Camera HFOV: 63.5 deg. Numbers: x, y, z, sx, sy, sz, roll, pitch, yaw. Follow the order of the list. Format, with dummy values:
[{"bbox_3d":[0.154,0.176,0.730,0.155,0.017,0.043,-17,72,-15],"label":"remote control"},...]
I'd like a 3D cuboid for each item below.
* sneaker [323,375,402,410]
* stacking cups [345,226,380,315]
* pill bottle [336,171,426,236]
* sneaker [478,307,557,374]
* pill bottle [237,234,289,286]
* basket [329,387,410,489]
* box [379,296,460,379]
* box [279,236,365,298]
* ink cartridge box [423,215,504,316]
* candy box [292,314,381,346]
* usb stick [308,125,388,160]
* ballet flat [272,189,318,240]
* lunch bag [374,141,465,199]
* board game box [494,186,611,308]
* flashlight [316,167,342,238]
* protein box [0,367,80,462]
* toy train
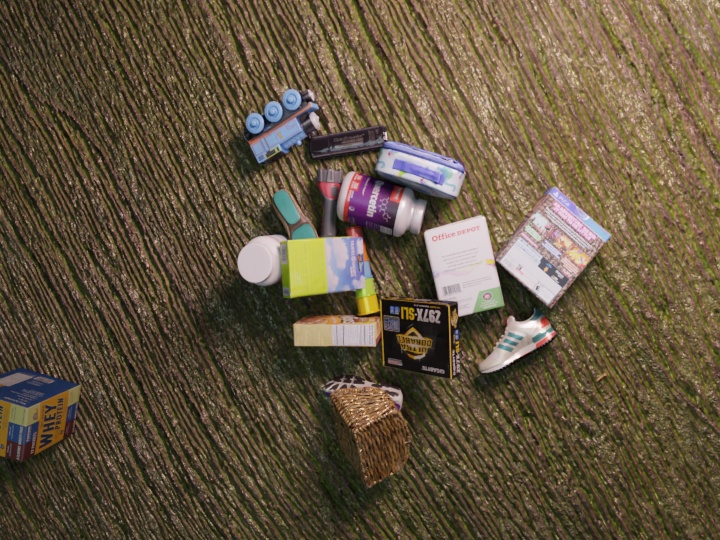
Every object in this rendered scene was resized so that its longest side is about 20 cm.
[{"bbox_3d":[0.003,0.312,1.396,0.193,0.081,0.087,11,108,11],"label":"sneaker"},{"bbox_3d":[0.000,0.000,1.375,0.058,0.060,0.208,-11,93,10],"label":"stacking cups"},{"bbox_3d":[0.049,-0.147,1.328,0.193,0.112,0.116,16,97,8],"label":"pill bottle"},{"bbox_3d":[0.345,0.161,1.334,0.196,0.070,0.095,-32,71,13],"label":"sneaker"},{"bbox_3d":[-0.210,-0.024,1.339,0.105,0.200,0.113,1,95,10],"label":"pill bottle"},{"bbox_3d":[0.025,0.367,1.360,0.139,0.149,0.206,-23,123,-18],"label":"basket"},{"bbox_3d":[0.133,0.148,1.321,0.196,0.048,0.166,4,98,43],"label":"box"},{"bbox_3d":[-0.083,-0.010,1.306,0.194,0.047,0.127,-5,93,-34],"label":"box"},{"bbox_3d":[0.234,-0.008,1.321,0.140,0.084,0.207,-13,93,11],"label":"ink cartridge box"},{"bbox_3d":[-0.050,0.141,1.368,0.192,0.115,0.058,-2,96,10],"label":"candy box"},{"bbox_3d":[-0.030,-0.301,1.370,0.192,0.033,0.058,-7,85,11],"label":"usb stick"},{"bbox_3d":[-0.146,-0.099,1.384,0.069,0.065,0.205,-25,79,-1],"label":"ballet flat"},{"bbox_3d":[0.133,-0.219,1.283,0.194,0.161,0.085,19,98,8],"label":"lunch bag"},{"bbox_3d":[0.415,-0.051,1.280,0.158,0.097,0.202,40,100,4],"label":"board game box"},{"bbox_3d":[-0.079,-0.137,1.380,0.066,0.068,0.208,8,101,17],"label":"flashlight"},{"bbox_3d":[-0.868,0.361,1.487,0.191,0.200,0.140,13,97,8],"label":"protein box"},{"bbox_3d":[-0.181,-0.339,1.369,0.196,0.087,0.117,-27,96,13],"label":"toy train"}]
